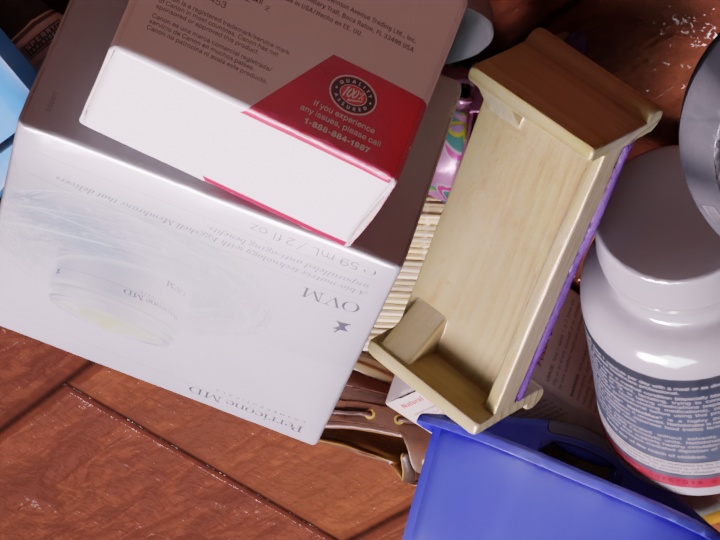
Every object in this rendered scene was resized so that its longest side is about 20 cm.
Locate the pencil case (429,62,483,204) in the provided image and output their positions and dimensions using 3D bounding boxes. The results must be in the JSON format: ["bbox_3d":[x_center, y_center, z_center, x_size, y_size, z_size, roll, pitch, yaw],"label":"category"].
[{"bbox_3d":[-0.021,-0.097,1.423,0.199,0.088,0.088,16,150,8],"label":"pencil case"}]

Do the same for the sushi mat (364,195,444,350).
[{"bbox_3d":[0.000,0.000,1.570,0.199,0.096,0.012,3,-177,28],"label":"sushi mat"}]

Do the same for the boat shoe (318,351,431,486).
[{"bbox_3d":[0.045,0.114,1.739,0.199,0.068,0.072,21,150,1],"label":"boat shoe"}]

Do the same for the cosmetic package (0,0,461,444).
[{"bbox_3d":[-0.078,-0.033,1.358,0.198,0.123,0.200,21,149,-2],"label":"cosmetic package"}]

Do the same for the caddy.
[{"bbox_3d":[0.118,0.144,1.560,0.199,0.106,0.141,23,173,-2],"label":"caddy"}]

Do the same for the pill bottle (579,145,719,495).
[{"bbox_3d":[0.182,0.027,1.459,0.119,0.120,0.200,10,149,18],"label":"pill bottle"}]

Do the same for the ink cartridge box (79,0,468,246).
[{"bbox_3d":[-0.026,-0.137,1.250,0.144,0.201,0.084,25,153,-7],"label":"ink cartridge box"}]

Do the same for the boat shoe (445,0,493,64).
[{"bbox_3d":[-0.029,-0.152,1.362,0.199,0.066,0.072,4,151,1],"label":"boat shoe"}]

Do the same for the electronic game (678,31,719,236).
[{"bbox_3d":[0.257,-0.066,1.297,0.199,0.042,0.201,4,130,5],"label":"electronic game"}]

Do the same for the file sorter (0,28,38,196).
[{"bbox_3d":[-0.289,-0.108,1.473,0.200,0.123,0.139,50,146,-1],"label":"file sorter"}]

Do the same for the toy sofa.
[{"bbox_3d":[0.087,-0.022,1.380,0.083,0.097,0.201,37,127,23],"label":"toy sofa"}]

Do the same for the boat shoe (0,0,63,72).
[{"bbox_3d":[-0.218,-0.112,1.556,0.057,0.069,0.200,46,149,2],"label":"boat shoe"}]

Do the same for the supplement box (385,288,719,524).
[{"bbox_3d":[0.134,0.087,1.633,0.199,0.074,0.126,33,148,-20],"label":"supplement box"}]
